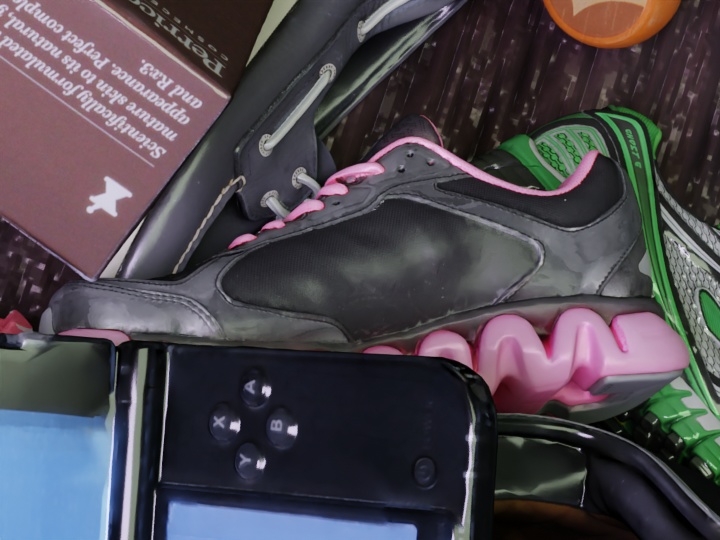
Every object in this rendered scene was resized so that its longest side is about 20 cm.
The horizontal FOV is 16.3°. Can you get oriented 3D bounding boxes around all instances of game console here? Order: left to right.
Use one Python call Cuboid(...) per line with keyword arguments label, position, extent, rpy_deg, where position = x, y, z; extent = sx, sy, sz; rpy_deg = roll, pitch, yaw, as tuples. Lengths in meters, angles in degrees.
Cuboid(label="game console", position=(-0.069, 0.117, 0.651), extent=(0.116, 0.176, 0.200), rpy_deg=(7, 86, -53))

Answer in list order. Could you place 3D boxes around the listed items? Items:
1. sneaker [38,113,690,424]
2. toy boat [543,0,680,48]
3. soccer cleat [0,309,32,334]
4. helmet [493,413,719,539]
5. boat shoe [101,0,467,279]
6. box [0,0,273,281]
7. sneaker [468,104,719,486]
Cuboid(label="sneaker", position=(0.000, 0.000, 0.775), extent=(0.200, 0.079, 0.096), rpy_deg=(-1, 77, -14))
Cuboid(label="toy boat", position=(0.093, -0.137, 0.857), extent=(0.200, 0.130, 0.131), rpy_deg=(-11, 125, -36))
Cuboid(label="soccer cleat", position=(-0.187, 0.027, 0.780), extent=(0.200, 0.067, 0.077), rpy_deg=(19, 113, -20))
Cuboid(label="helmet", position=(0.056, 0.140, 0.753), extent=(0.200, 0.191, 0.200), rpy_deg=(-20, 121, -37))
Cuboid(label="boat shoe", position=(-0.028, -0.041, 0.824), extent=(0.063, 0.073, 0.200), rpy_deg=(34, 70, -6))
Cuboid(label="box", position=(-0.084, -0.085, 0.748), extent=(0.100, 0.200, 0.075), rpy_deg=(36, 112, -10))
Cuboid(label="sneaker", position=(0.117, 0.031, 0.848), extent=(0.085, 0.078, 0.200), rpy_deg=(-32, 89, -19))
